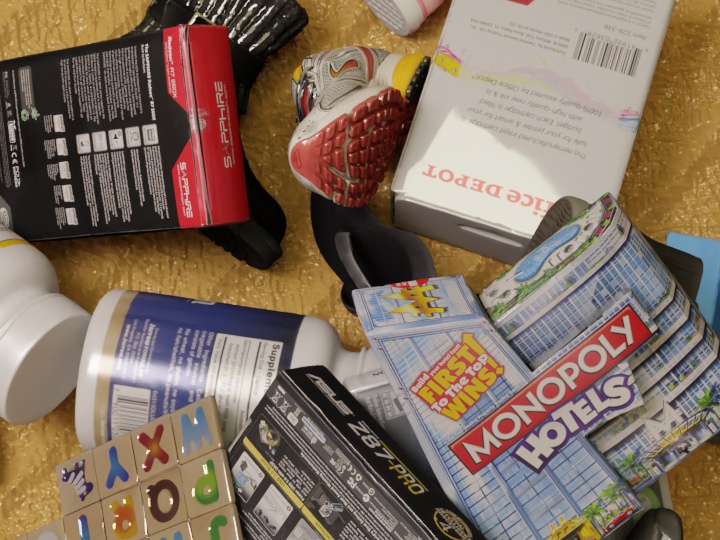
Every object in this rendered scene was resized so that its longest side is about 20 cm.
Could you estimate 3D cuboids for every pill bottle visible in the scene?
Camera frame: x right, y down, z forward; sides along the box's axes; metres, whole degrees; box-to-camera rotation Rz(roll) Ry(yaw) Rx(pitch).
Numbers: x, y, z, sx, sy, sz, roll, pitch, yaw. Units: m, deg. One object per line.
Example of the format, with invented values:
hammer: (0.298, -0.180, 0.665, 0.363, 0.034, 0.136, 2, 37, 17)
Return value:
pill bottle: (-0.074, 0.079, 0.977, 0.199, 0.111, 0.112, 8, 75, 4)
pill bottle: (-0.272, 0.011, 0.989, 0.200, 0.113, 0.113, 34, 78, 20)

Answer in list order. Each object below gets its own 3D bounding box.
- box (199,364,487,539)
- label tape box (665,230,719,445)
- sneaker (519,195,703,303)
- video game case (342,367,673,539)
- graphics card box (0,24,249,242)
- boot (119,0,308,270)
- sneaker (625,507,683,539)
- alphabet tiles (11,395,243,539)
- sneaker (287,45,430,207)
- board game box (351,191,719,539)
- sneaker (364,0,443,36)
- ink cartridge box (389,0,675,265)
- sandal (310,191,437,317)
box: (-0.011, 0.179, 0.872, 0.200, 0.049, 0.161, 44, 114, 24)
label tape box: (0.295, 0.050, 0.996, 0.199, 0.063, 0.145, 11, 75, 5)
sneaker: (0.131, 0.056, 0.968, 0.106, 0.075, 0.200, 22, 120, -14)
video game case: (0.100, 0.131, 0.942, 0.181, 0.023, 0.201, -17, 113, -3)
graphics card box: (-0.165, -0.085, 0.987, 0.199, 0.051, 0.126, -4, 95, 36)
boot: (-0.086, -0.120, 1.048, 0.158, 0.079, 0.211, -42, 77, -9)
sneaker: (0.118, 0.226, 0.936, 0.115, 0.075, 0.201, 22, 89, 10)
alphabet tiles: (-0.148, 0.187, 0.915, 0.199, 0.008, 0.168, -26, 66, 28)
sneaker: (-0.014, -0.099, 0.999, 0.082, 0.200, 0.078, 15, 112, 9)
board game box: (0.098, 0.061, 0.868, 0.200, 0.062, 0.200, -39, 113, 7)
sneaker: (0.011, -0.274, 1.061, 0.105, 0.075, 0.200, -41, 110, -9)
ink cartridge box: (0.116, -0.110, 1.035, 0.147, 0.086, 0.201, 18, 78, 6)
sandal: (0.000, 0.000, 0.970, 0.043, 0.200, 0.076, -9, 114, -19)
